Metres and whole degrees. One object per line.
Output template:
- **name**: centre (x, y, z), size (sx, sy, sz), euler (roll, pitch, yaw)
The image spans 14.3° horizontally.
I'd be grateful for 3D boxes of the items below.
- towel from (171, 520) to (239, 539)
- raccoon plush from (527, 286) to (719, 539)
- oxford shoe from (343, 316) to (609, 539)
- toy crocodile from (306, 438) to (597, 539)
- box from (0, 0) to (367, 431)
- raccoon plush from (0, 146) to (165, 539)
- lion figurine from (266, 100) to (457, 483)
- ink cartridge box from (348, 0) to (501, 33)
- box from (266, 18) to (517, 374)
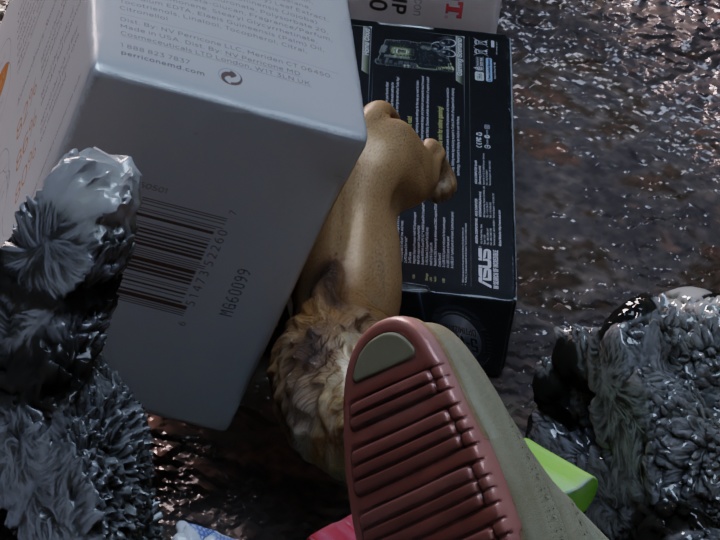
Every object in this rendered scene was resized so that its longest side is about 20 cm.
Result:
- **towel**: centre (0.027, 0.164, 0.946), size (0.200, 0.024, 0.147), euler (13, 59, -25)
- **raccoon plush**: centre (0.151, 0.089, 1.120), size (0.134, 0.097, 0.200), euler (-3, 64, -30)
- **oxford shoe**: centre (0.056, 0.105, 0.941), size (0.074, 0.071, 0.200), euler (-21, 89, -41)
- **toy crocodile**: centre (0.007, 0.110, 1.016), size (0.200, 0.062, 0.067), euler (-27, 44, -34)
- **box**: centre (-0.080, -0.065, 1.120), size (0.106, 0.152, 0.200), euler (14, 37, -17)
- **raccoon plush**: centre (-0.085, 0.063, 1.014), size (0.097, 0.200, 0.134), euler (33, 10, 21)
- **lion figurine**: centre (0.000, 0.000, 1.113), size (0.072, 0.123, 0.200), euler (-8, 62, 7)
- **ink cartridge box**: centre (-0.017, -0.220, 1.411), size (0.200, 0.147, 0.145), euler (8, 39, 1)
- **box**: centre (-0.012, -0.041, 1.273), size (0.160, 0.044, 0.200), euler (5, 39, -3)
